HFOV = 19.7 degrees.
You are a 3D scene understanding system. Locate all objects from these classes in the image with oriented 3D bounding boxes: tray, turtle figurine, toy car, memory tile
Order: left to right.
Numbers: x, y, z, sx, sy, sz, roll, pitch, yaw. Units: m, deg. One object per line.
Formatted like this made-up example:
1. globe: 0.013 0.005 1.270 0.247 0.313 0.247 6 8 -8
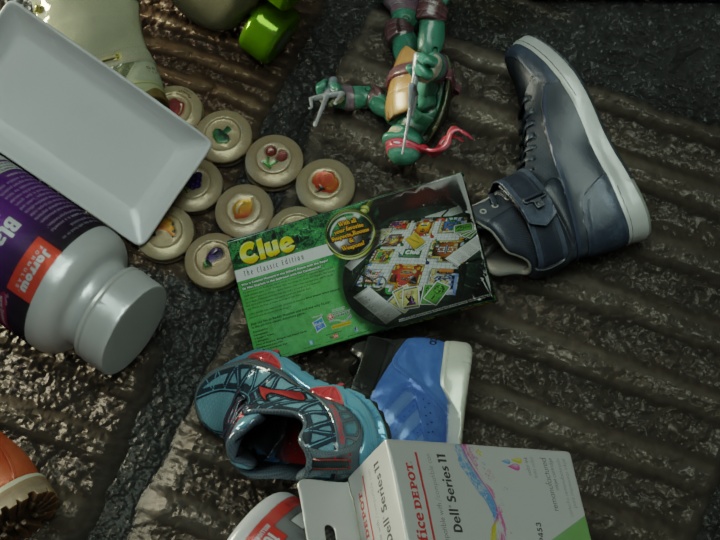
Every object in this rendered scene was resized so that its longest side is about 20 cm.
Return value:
1. tray: -0.228 -0.118 1.674 0.199 0.022 0.108 35 95 -11
2. memory tile: -0.116 -0.060 1.716 0.199 0.017 0.154 26 69 13
3. toy car: -0.081 -0.311 1.768 0.164 0.158 0.200 36 59 5
4. turtle figurine: 0.033 -0.160 1.715 0.149 0.100 0.202 -16 54 41

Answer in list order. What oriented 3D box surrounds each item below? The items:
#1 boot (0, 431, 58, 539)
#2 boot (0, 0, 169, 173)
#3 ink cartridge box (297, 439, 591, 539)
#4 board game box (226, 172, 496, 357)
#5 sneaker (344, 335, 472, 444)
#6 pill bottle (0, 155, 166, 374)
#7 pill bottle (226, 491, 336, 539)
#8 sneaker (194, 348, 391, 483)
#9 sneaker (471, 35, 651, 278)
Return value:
1. boot: -0.342 0.188 1.585 0.199 0.075 0.107 -30 64 -20
2. boot: -0.269 -0.170 1.744 0.198 0.072 0.156 -15 62 0
3. ink cartridge box: 0.063 0.187 1.466 0.198 0.067 0.118 6 56 -28
4. board game box: 0.000 0.000 1.636 0.198 0.023 0.106 -15 85 11
5. sneaker: 0.022 0.142 1.582 0.110 0.077 0.202 6 64 2
6. pill bottle: -0.255 -0.005 1.643 0.199 0.112 0.112 32 70 16
7. pill bottle: -0.010 0.260 1.507 0.199 0.116 0.116 33 70 16
8. sneaker: -0.071 0.111 1.551 0.095 0.080 0.199 -11 15 -41
9. sneaker: 0.127 -0.088 1.685 0.145 0.077 0.203 -22 67 -11
